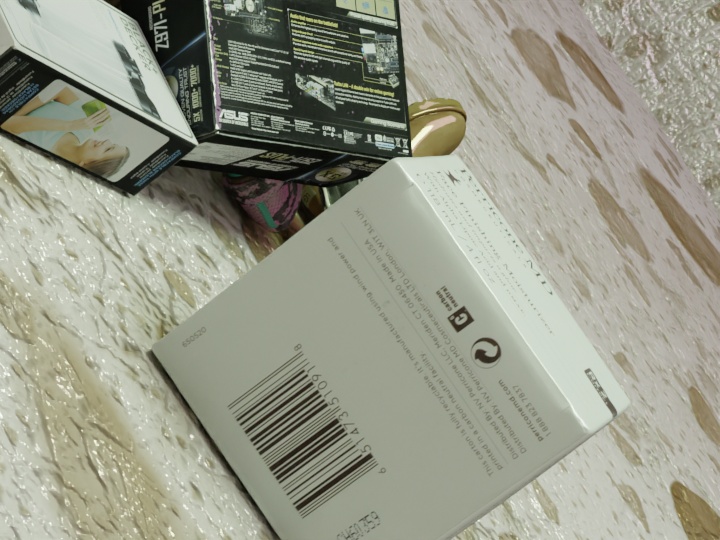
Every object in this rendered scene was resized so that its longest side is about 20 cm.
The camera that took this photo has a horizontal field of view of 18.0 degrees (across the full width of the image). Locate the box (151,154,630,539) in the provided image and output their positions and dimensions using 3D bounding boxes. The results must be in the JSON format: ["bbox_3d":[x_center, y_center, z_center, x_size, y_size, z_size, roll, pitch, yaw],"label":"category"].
[{"bbox_3d":[0.021,0.064,1.378,0.199,0.200,0.131,55,16,6],"label":"box"}]

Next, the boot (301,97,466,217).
[{"bbox_3d":[0.052,-0.026,1.792,0.200,0.175,0.066,57,-23,22],"label":"boot"}]

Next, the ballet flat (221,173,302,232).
[{"bbox_3d":[-0.067,-0.091,1.728,0.200,0.069,0.071,-86,159,-58],"label":"ballet flat"}]

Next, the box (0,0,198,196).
[{"bbox_3d":[-0.197,-0.133,1.432,0.200,0.060,0.117,29,29,-56],"label":"box"}]

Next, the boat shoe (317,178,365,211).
[{"bbox_3d":[0.000,0.000,1.696,0.071,0.063,0.201,59,22,-71],"label":"boat shoe"}]

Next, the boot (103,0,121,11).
[{"bbox_3d":[-0.203,-0.244,1.625,0.200,0.072,0.167,31,30,-44],"label":"boot"}]

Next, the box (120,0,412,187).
[{"bbox_3d":[-0.065,-0.154,1.588,0.200,0.086,0.164,5,76,-47],"label":"box"}]
